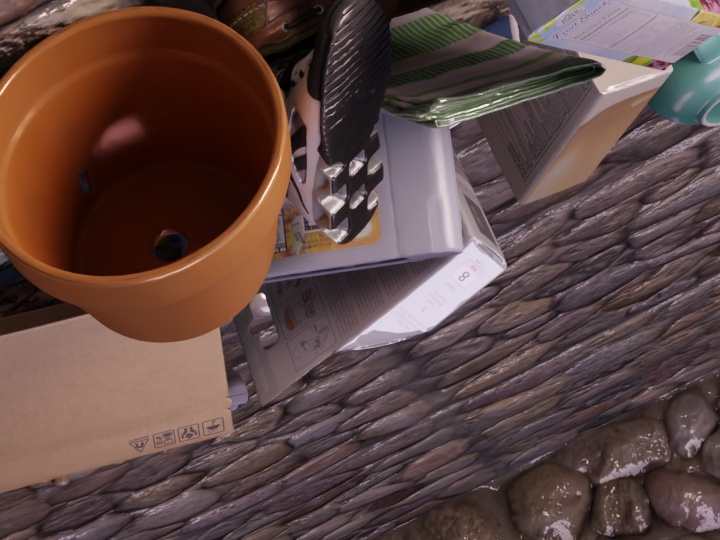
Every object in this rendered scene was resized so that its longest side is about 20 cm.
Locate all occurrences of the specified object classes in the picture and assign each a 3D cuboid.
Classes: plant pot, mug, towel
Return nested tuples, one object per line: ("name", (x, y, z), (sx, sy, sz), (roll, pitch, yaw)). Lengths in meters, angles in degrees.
("plant pot", (-0.133, -0.047, 1.424), (0.199, 0.201, 0.140), (-25, 150, -4))
("mug", (0.280, -0.186, 1.824), (0.184, 0.115, 0.152), (-13, 160, -40))
("towel", (0.045, -0.143, 1.531), (0.152, 0.024, 0.200), (-19, -154, -32))

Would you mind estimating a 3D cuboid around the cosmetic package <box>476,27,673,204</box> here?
("cosmetic package", (0.165, -0.146, 1.798), (0.071, 0.106, 0.200), (-19, 164, -22))

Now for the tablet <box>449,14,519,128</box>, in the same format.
("tablet", (0.063, -0.134, 1.659), (0.130, 0.014, 0.200), (-29, -164, 11))

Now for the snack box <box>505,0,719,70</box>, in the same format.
("snack box", (0.134, -0.218, 1.398), (0.068, 0.169, 0.200), (-35, 162, 28))

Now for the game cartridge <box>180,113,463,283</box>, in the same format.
("game cartridge", (-0.033, -0.063, 1.562), (0.199, 0.134, 0.042), (-9, 176, 12))

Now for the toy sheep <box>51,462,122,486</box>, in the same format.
("toy sheep", (-0.251, 0.106, 1.909), (0.138, 0.138, 0.200), (-32, 175, 22))

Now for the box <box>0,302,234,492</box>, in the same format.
("box", (-0.192, 0.081, 1.573), (0.199, 0.021, 0.164), (-14, 137, -9))

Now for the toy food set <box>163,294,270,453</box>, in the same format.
("toy food set", (-0.126, 0.054, 1.921), (0.201, 0.060, 0.144), (-59, 172, -15))

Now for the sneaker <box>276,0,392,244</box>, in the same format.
("sneaker", (-0.033, -0.106, 1.439), (0.074, 0.088, 0.201), (-42, 154, -34))

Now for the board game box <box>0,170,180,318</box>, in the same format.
("board game box", (-0.235, -0.006, 1.594), (0.199, 0.041, 0.200), (-37, 159, 27))

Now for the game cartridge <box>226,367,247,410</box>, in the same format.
("game cartridge", (-0.197, 0.091, 1.741), (0.133, 0.041, 0.200), (-16, -164, -37))

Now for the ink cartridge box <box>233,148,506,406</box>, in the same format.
("ink cartridge box", (0.000, 0.000, 1.641), (0.200, 0.163, 0.057), (-42, 127, 16))

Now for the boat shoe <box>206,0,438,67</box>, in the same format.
("boat shoe", (-0.013, -0.171, 1.503), (0.199, 0.068, 0.072), (-14, 160, -37))
